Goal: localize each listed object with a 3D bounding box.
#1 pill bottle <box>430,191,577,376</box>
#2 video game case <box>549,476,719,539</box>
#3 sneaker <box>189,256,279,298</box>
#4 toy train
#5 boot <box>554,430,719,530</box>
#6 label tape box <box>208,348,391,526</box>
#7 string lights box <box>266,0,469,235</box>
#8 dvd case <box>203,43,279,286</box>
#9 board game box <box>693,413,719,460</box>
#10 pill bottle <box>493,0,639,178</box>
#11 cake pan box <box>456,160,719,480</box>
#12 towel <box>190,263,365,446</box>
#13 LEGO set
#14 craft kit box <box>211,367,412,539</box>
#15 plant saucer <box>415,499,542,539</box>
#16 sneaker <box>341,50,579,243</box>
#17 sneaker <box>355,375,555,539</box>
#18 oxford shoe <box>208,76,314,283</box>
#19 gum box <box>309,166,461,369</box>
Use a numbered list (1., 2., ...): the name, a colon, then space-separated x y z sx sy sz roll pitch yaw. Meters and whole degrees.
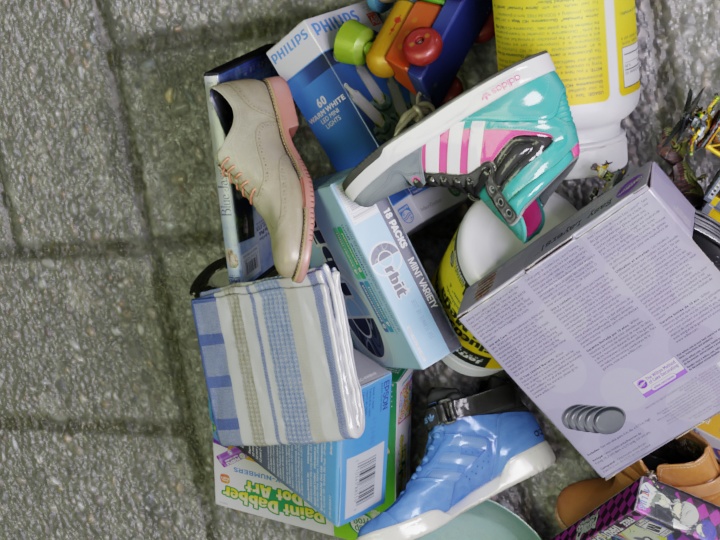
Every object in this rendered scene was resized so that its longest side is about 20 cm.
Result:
1. pill bottle: 0.117 0.017 1.450 0.113 0.112 0.200 48 158 11
2. video game case: 0.265 0.244 1.419 0.180 0.036 0.200 24 151 -7
3. sneaker: -0.065 0.037 1.670 0.198 0.077 0.089 7 142 32
4. toy train: 0.025 -0.175 1.441 0.115 0.201 0.085 19 161 28
5. boot: 0.229 0.179 1.439 0.199 0.077 0.156 12 150 40
6. label tape box: -0.060 0.118 1.569 0.199 0.066 0.145 33 133 41
7. string lights box: 0.013 -0.130 1.516 0.059 0.102 0.201 -33 87 40
8. dvd case: -0.097 -0.096 1.581 0.017 0.143 0.202 0 107 20
9. board game box: 0.286 0.146 1.434 0.199 0.030 0.096 25 155 17
10. pill bottle: 0.164 -0.181 1.376 0.111 0.112 0.202 5 109 34
11. cake pan box: 0.203 0.039 1.298 0.199 0.052 0.184 -37 107 29
12. towel: -0.073 0.078 1.493 0.199 0.024 0.149 -11 90 49
13. LEGO set: 0.245 -0.080 1.340 0.115 0.154 0.201 32 131 1
14. craft kit box: -0.049 0.159 1.664 0.198 0.049 0.199 11 124 20
15. plant saucer: 0.104 0.293 1.634 0.199 0.039 0.203 8 110 22
16. sneaker: 0.089 -0.069 1.333 0.199 0.083 0.122 -30 88 27
17. sneaker: 0.067 0.168 1.546 0.112 0.199 0.077 62 168 7
18. oxford shoe: -0.085 -0.075 1.451 0.071 0.073 0.202 114 148 -50
19. gum box: 0.000 0.000 1.492 0.171 0.044 0.200 63 164 -7
